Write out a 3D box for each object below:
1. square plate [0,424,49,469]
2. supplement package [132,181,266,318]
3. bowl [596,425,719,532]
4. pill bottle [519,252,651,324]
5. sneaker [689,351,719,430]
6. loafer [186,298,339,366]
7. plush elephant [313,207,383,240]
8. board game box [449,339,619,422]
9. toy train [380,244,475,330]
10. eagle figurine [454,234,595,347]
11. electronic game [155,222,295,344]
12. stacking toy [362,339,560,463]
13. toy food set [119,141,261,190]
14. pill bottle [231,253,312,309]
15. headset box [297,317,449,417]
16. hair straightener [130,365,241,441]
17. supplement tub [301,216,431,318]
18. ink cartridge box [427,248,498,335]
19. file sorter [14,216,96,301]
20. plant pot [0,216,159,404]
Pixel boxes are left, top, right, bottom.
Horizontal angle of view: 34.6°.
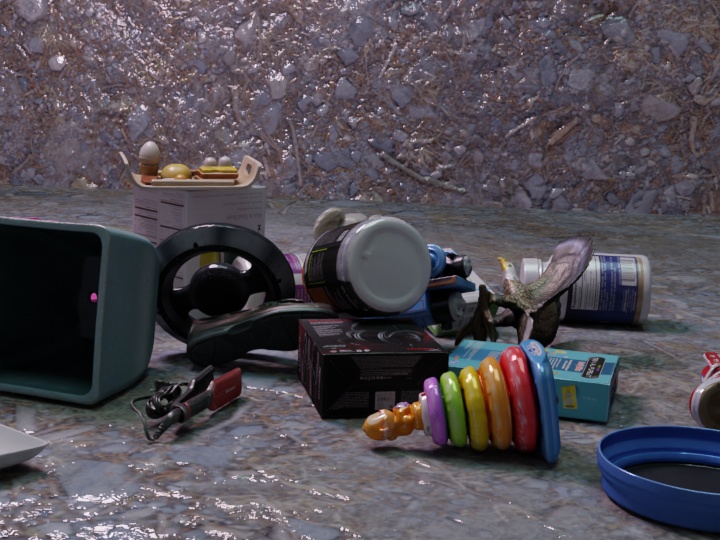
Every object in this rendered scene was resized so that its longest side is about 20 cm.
[{"bbox_3d":[-0.424,0.168,1.056,0.196,0.029,0.199,10,12,35],"label":"square plate"},{"bbox_3d":[-0.248,-0.033,1.765,0.151,0.203,0.150,-7,14,-44],"label":"supplement package"},{"bbox_3d":[0.318,0.192,1.072,0.198,0.040,0.201,3,9,0],"label":"bowl"},{"bbox_3d":[0.356,0.027,1.842,0.197,0.113,0.111,3,9,3],"label":"pill bottle"},{"bbox_3d":[0.404,0.139,1.308,0.198,0.072,0.112,4,10,-41],"label":"sneaker"},{"bbox_3d":[-0.126,0.066,1.469,0.197,0.072,0.063,-13,43,1],"label":"loafer"},{"bbox_3d":[0.005,-0.025,1.920,0.163,0.157,0.199,-6,13,-42],"label":"plush elephant"},{"bbox_3d":[0.204,0.130,1.386,0.197,0.048,0.151,6,10,17],"label":"board game box"},{"bbox_3d":[0.065,0.033,1.611,0.198,0.116,0.086,-9,-12,27],"label":"toy train"},{"bbox_3d":[0.242,0.039,1.616,0.198,0.153,0.151,-11,4,-26],"label":"eagle figurine"},{"bbox_3d":[-0.183,0.024,1.498,0.197,0.202,0.042,2,35,-3],"label":"electronic game"},{"bbox_3d":[0.099,0.143,1.182,0.197,0.111,0.116,-9,12,0],"label":"stacking toy"},{"bbox_3d":[-0.253,-0.157,1.704,0.197,0.061,0.143,-1,11,-15],"label":"toy food set"},{"bbox_3d":[-0.088,0.031,1.704,0.198,0.114,0.112,-1,10,-23],"label":"pill bottle"},{"bbox_3d":[0.008,0.109,1.373,0.147,0.078,0.200,0,11,-11],"label":"headset box"},{"bbox_3d":[-0.197,0.144,1.259,0.076,0.041,0.200,5,14,15],"label":"hair straightener"},{"bbox_3d":[0.000,0.000,1.489,0.121,0.124,0.200,-2,-2,-22],"label":"supplement tub"},{"bbox_3d":[0.115,0.016,1.778,0.103,0.060,0.200,-4,36,-32],"label":"ink cartridge box"},{"bbox_3d":[-0.514,-0.013,1.809,0.198,0.127,0.138,9,12,35],"label":"file sorter"},{"bbox_3d":[-0.340,0.038,1.384,0.194,0.199,0.200,6,3,18],"label":"plant pot"}]
